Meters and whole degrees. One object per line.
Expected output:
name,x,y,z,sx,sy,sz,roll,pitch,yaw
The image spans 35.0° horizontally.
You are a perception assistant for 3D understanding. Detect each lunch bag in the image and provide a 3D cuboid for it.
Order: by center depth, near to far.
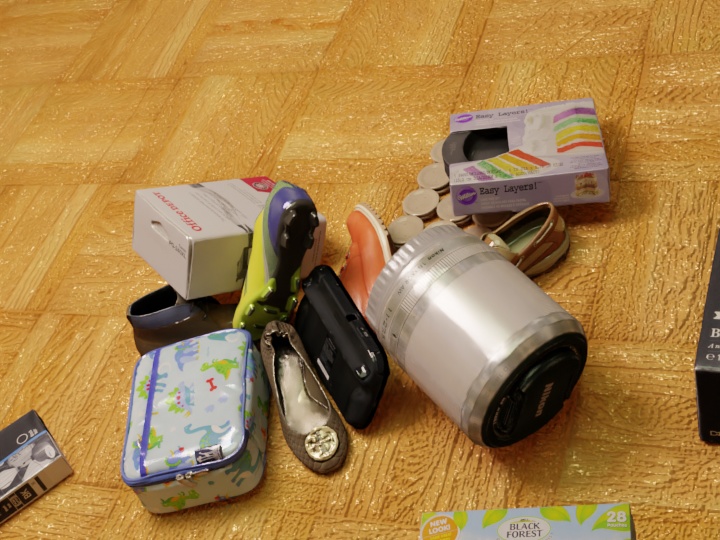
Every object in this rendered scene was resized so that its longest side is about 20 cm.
lunch bag,-0.186,0.167,1.281,0.159,0.083,0.201,-14,43,13

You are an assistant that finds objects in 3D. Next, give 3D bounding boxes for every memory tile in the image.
memory tile,0.131,-0.093,1.454,0.152,0.017,0.201,9,51,29

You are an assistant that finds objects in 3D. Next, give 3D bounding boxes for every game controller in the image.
game controller,-0.024,0.084,1.287,0.042,0.105,0.201,-5,37,-24

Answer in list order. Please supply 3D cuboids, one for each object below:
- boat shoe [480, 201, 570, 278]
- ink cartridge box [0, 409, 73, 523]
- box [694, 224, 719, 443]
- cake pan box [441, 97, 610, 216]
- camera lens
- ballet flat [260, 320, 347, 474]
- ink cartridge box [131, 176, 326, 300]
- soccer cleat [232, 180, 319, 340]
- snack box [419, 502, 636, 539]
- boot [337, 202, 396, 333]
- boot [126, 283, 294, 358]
boat shoe,0.154,-0.012,1.321,0.199,0.074,0.076,-37,45,-15
ink cartridge box,-0.441,0.255,1.326,0.199,0.039,0.099,-37,46,-14
box,0.436,0.063,1.104,0.194,0.118,0.201,3,47,25
cake pan box,0.201,-0.142,1.410,0.197,0.053,0.185,-5,33,10
camera lens,0.121,0.068,1.174,0.159,0.161,0.200,-36,56,-15
ballet flat,-0.068,0.135,1.269,0.067,0.047,0.201,-21,55,-4
ink cartridge box,-0.165,-0.045,1.412,0.198,0.084,0.145,-11,33,-37
soccer cleat,-0.103,-0.010,1.329,0.064,0.202,0.084,5,31,-33
snack box,0.148,0.300,1.021,0.197,0.068,0.170,-5,46,16
boot,0.000,0.000,1.378,0.106,0.075,0.201,-25,44,4
boot,-0.183,0.057,1.373,0.198,0.098,0.075,-20,42,2
